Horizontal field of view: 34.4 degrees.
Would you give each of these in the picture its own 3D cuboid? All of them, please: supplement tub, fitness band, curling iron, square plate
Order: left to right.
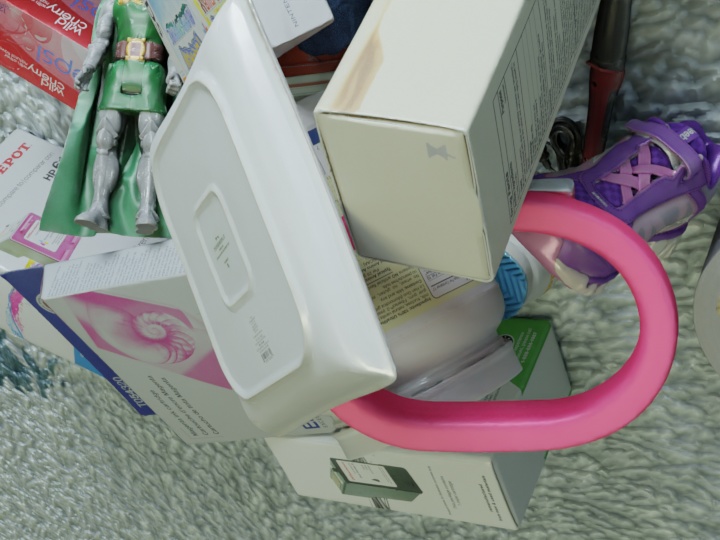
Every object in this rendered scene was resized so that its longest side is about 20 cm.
[{"bbox_3d":[-0.061,-0.015,0.608,0.198,0.028,0.200,69,156,8],"label":"square plate"},{"bbox_3d":[0.000,0.000,0.720,0.145,0.145,0.200,-31,85,47],"label":"supplement tub"},{"bbox_3d":[0.062,0.027,0.604,0.200,0.037,0.144,-3,109,16],"label":"fitness band"},{"bbox_3d":[0.141,-0.124,0.714,0.050,0.026,0.200,19,138,11],"label":"curling iron"}]

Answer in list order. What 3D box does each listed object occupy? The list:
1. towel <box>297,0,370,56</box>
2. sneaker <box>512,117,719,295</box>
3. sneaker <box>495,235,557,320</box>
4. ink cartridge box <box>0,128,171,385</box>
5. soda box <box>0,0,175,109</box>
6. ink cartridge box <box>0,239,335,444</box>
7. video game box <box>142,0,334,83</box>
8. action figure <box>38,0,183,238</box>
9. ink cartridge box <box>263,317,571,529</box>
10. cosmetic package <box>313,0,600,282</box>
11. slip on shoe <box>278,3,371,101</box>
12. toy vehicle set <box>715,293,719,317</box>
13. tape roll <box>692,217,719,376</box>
[{"bbox_3d":[-0.028,-0.229,0.651,0.048,0.112,0.200,-4,130,8],"label":"towel"},{"bbox_3d":[0.155,-0.048,0.677,0.081,0.200,0.088,52,125,14],"label":"sneaker"},{"bbox_3d":[0.054,-0.047,0.810,0.200,0.081,0.077,43,132,19],"label":"sneaker"},{"bbox_3d":[-0.246,-0.015,0.977,0.200,0.145,0.085,23,139,11],"label":"ink cartridge box"},{"bbox_3d":[-0.173,-0.146,0.863,0.200,0.063,0.070,30,140,2],"label":"soda box"},{"bbox_3d":[-0.136,0.061,0.852,0.200,0.043,0.196,-11,137,25],"label":"ink cartridge box"},{"bbox_3d":[-0.101,-0.200,0.677,0.182,0.047,0.200,62,163,-9],"label":"video game box"},{"bbox_3d":[-0.153,-0.124,0.793,0.118,0.200,0.055,3,167,0],"label":"action figure"},{"bbox_3d":[0.046,0.110,0.919,0.200,0.146,0.084,3,134,31],"label":"ink cartridge box"},{"bbox_3d":[0.055,-0.106,0.555,0.071,0.200,0.105,11,144,22],"label":"cosmetic package"},{"bbox_3d":[-0.005,-0.146,0.766,0.200,0.074,0.061,-6,90,45],"label":"slip on shoe"},{"bbox_3d":[0.323,0.043,0.666,0.200,0.027,0.124,-12,123,40],"label":"toy vehicle set"},{"bbox_3d":[0.314,0.020,0.720,0.200,0.066,0.200,18,138,17],"label":"tape roll"}]
